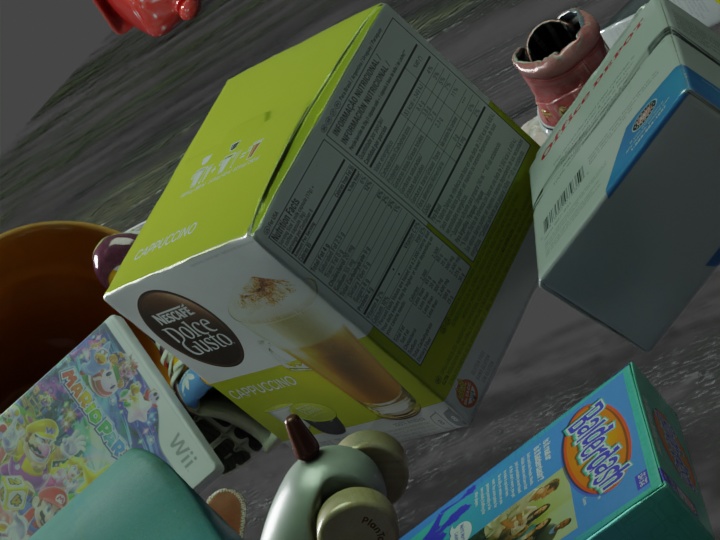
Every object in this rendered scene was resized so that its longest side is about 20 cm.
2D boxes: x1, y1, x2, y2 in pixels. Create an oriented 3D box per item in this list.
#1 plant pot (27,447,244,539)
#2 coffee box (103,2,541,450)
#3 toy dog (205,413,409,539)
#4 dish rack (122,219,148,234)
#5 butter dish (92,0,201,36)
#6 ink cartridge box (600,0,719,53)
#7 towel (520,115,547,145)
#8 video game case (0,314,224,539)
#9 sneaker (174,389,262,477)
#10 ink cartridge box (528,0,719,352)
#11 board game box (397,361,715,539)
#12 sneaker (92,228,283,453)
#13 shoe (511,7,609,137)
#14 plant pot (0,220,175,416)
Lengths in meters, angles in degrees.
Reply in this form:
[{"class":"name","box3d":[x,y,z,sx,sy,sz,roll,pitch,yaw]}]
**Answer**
[{"class":"plant pot","box3d":[-0.105,0.194,1.223,0.141,0.141,0.200,-41,28,2]},{"class":"coffee box","box3d":[-0.013,-0.020,1.493,0.199,0.198,0.201,-19,36,53]},{"class":"toy dog","box3d":[-0.060,0.160,1.370,0.200,0.096,0.132,-43,15,-4]},{"class":"dish rack","box3d":[-0.079,-0.022,1.830,0.199,0.044,0.171,4,-20,-44]},{"class":"butter dish","box3d":[-0.313,-0.454,3.599,0.200,0.148,0.200,-45,-25,-7]},{"class":"ink cartridge box","box3d":[0.295,-0.239,1.641,0.198,0.047,0.200,-42,10,-34]},{"class":"towel","box3d":[0.146,-0.071,1.614,0.191,0.032,0.200,-27,21,45]},{"class":"video game case","box3d":[-0.210,0.150,1.627,0.200,0.143,0.018,-41,-21,11]},{"class":"sneaker","box3d":[-0.105,0.107,1.707,0.085,0.077,0.200,-44,4,40]},{"class":"ink cartridge box","box3d":[0.176,-0.063,1.359,0.145,0.083,0.200,-55,11,20]},{"class":"board game box","box3d":[0.081,0.148,1.151,0.200,0.045,0.152,-39,15,14]},{"class":"sneaker","box3d":[-0.118,0.049,1.627,0.090,0.199,0.075,-54,-3,-48]},{"class":"shoe","box3d":[0.147,-0.136,1.558,0.071,0.091,0.200,-40,15,0]},{"class":"plant pot","box3d":[-0.238,0.094,1.795,0.200,0.200,0.184,-53,-12,-35]}]
